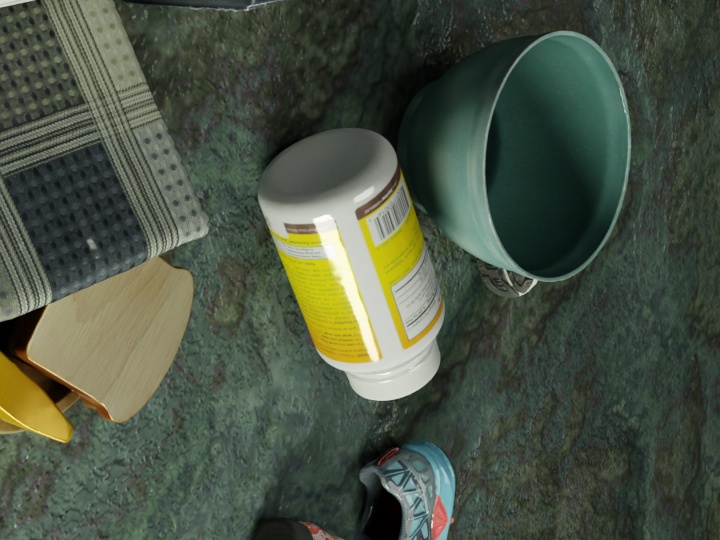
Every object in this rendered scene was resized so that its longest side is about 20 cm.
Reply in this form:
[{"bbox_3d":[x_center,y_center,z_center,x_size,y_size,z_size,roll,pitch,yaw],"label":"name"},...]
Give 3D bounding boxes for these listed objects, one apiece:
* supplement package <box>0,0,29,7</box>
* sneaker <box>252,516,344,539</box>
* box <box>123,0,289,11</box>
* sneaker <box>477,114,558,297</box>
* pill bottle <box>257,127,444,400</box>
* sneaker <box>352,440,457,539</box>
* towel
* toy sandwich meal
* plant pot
[{"bbox_3d":[-0.157,-0.261,0.847,0.121,0.118,0.202,-42,122,-63],"label":"supplement package"},{"bbox_3d":[-0.054,0.301,1.198,0.108,0.067,0.204,27,73,-50],"label":"sneaker"},{"bbox_3d":[-0.058,-0.287,1.020,0.196,0.123,0.202,-23,116,-51],"label":"box"},{"bbox_3d":[0.149,-0.080,1.403,0.079,0.073,0.203,-20,119,-62],"label":"sneaker"},{"bbox_3d":[0.000,0.000,1.173,0.109,0.108,0.201,-48,133,-36],"label":"pill bottle"},{"bbox_3d":[0.026,0.249,1.305,0.095,0.079,0.203,-2,91,-44],"label":"sneaker"},{"bbox_3d":[-0.196,-0.085,0.908,0.192,0.034,0.202,-27,96,-46],"label":"towel"},{"bbox_3d":[-0.192,0.016,0.946,0.204,0.070,0.208,-16,110,-52],"label":"toy sandwich meal"},{"bbox_3d":[0.115,-0.099,1.281,0.199,0.133,0.203,-11,105,-45],"label":"plant pot"}]
